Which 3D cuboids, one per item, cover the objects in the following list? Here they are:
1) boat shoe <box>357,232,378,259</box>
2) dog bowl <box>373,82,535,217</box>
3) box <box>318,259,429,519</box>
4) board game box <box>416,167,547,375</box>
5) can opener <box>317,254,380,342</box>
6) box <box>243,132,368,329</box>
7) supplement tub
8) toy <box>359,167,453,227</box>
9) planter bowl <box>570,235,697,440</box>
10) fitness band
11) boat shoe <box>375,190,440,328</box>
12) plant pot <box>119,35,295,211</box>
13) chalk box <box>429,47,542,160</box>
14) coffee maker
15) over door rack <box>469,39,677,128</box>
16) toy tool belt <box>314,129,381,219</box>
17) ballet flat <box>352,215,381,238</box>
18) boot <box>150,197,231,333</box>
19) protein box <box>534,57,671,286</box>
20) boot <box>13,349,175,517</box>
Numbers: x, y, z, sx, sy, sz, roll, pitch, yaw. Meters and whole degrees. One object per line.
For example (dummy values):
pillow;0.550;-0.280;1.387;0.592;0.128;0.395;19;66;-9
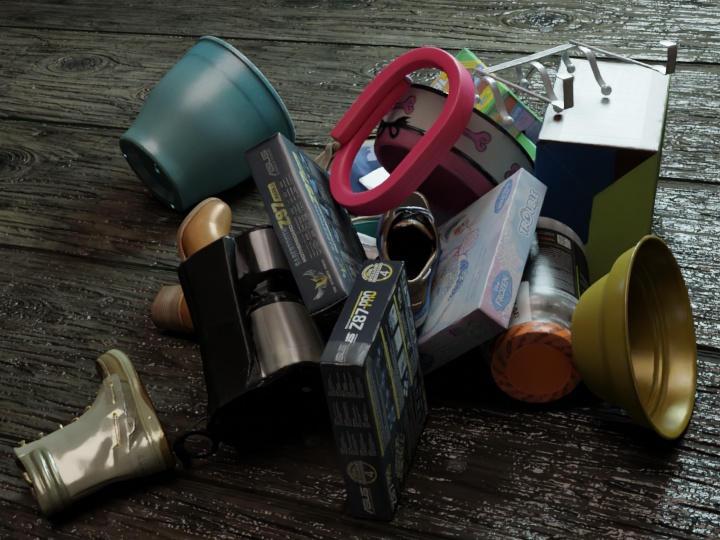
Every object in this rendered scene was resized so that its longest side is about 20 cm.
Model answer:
boat shoe;0.000;0.000;1.476;0.199;0.074;0.066;6;43;3
dog bowl;0.102;-0.129;1.443;0.200;0.200;0.074;24;76;39
box;0.019;0.116;1.211;0.049;0.201;0.162;1;37;17
board game box;0.105;0.012;1.339;0.199;0.043;0.201;-37;24;49
can opener;0.002;0.031;1.415;0.079;0.063;0.200;43;86;6
box;-0.042;-0.031;1.323;0.051;0.158;0.201;-28;70;11
supplement tub;0.189;0.042;1.342;0.122;0.123;0.200;-4;34;9
toy;0.101;-0.061;1.536;0.115;0.047;0.200;-30;60;-36
planter bowl;0.264;0.069;1.238;0.083;0.201;0.201;-7;31;32
fitness band;0.040;-0.149;1.343;0.200;0.037;0.144;-50;43;8
boat shoe;0.056;-0.028;1.323;0.072;0.073;0.201;6;43;-4
plant pot;-0.225;-0.190;1.737;0.188;0.201;0.200;-45;45;-19
chalk box;0.167;-0.177;1.618;0.124;0.124;0.200;-47;32;10
coffee maker;-0.130;0.072;1.325;0.191;0.135;0.201;-16;54;-6
over door rack;0.226;-0.202;1.350;0.147;0.067;0.200;-21;18;-21
toy tool belt;-0.009;-0.112;1.613;0.199;0.126;0.123;-17;29;-16
ballet flat;-0.030;-0.028;1.559;0.199;0.070;0.070;-18;35;-10
boot;-0.155;-0.006;1.514;0.154;0.074;0.201;-2;55;31
protein box;0.282;-0.114;1.463;0.134;0.199;0.200;8;38;13
boot;-0.298;0.171;1.331;0.154;0.072;0.200;-23;37;-14
